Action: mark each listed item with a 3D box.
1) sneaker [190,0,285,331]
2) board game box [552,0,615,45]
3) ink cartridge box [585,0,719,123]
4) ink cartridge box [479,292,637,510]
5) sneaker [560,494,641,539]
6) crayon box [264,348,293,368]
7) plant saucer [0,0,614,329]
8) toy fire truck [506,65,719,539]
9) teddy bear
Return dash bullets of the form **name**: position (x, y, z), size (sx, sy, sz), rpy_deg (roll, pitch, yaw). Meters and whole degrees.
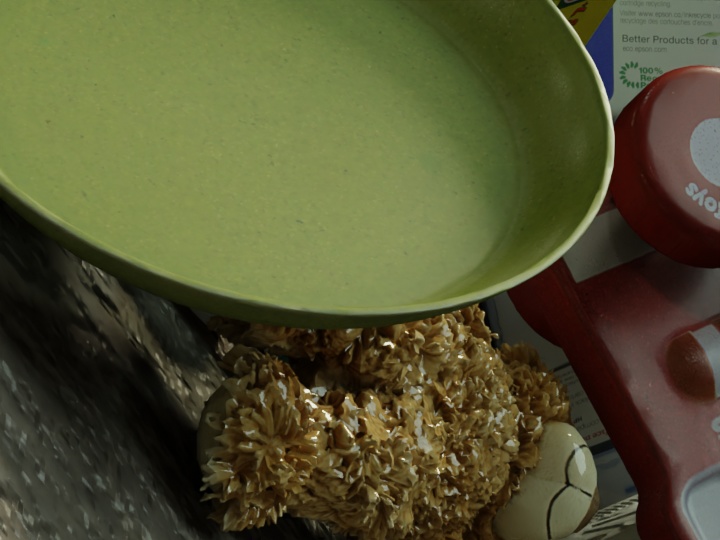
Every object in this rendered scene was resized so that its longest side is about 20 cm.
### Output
- **sneaker**: position (-0.058, -0.084, 0.636), size (0.201, 0.079, 0.078), rpy_deg (61, 12, 10)
- **board game box**: position (0.019, -0.162, 0.727), size (0.200, 0.047, 0.102), rpy_deg (57, -34, 18)
- **ink cartridge box**: position (0.101, -0.156, 0.813), size (0.047, 0.197, 0.201), rpy_deg (118, -27, -80)
- **ink cartridge box**: position (0.101, 0.051, 0.822), size (0.146, 0.086, 0.201), rpy_deg (-18, 93, -88)
- **sneaker**: position (0.140, 0.148, 0.702), size (0.147, 0.199, 0.081), rpy_deg (68, -20, 1)
- **crayon box**: position (0.000, 0.000, 0.754), size (0.126, 0.051, 0.200), rpy_deg (52, 14, -41)
- **plant saucer**: position (-0.028, -0.052, 0.533), size (0.031, 0.199, 0.200), rpy_deg (111, -30, -42)
- **toy fire truck**: position (0.156, 0.013, 0.678), size (0.168, 0.199, 0.112), rpy_deg (64, -28, 11)
- **teddy bear**: position (0.017, 0.047, 0.585), size (0.200, 0.067, 0.145), rpy_deg (52, 36, -40)
